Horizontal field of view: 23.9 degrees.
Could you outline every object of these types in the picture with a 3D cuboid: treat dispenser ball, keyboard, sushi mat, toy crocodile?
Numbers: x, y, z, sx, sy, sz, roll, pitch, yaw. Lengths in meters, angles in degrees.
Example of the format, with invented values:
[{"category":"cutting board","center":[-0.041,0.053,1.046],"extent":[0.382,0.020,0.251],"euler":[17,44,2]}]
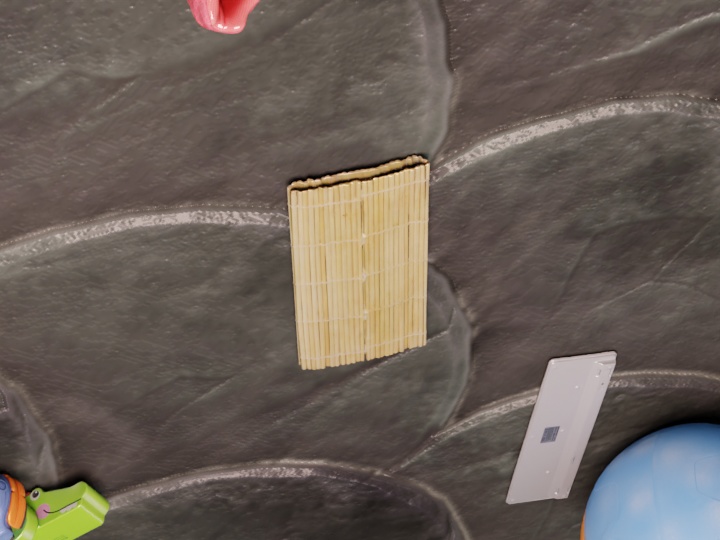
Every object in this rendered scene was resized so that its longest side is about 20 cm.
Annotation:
[{"category":"treat dispenser ball","center":[0.278,0.226,1.386],"extent":[0.199,0.202,0.202],"euler":[-9,141,-8]},{"category":"keyboard","center":[0.162,0.132,1.388],"extent":[0.056,0.011,0.201],"euler":[-2,139,-9]},{"category":"sushi mat","center":[0.000,0.000,1.166],"extent":[0.095,0.012,0.201],"euler":[-11,142,-8]},{"category":"toy crocodile","center":[-0.283,0.213,1.299],"extent":[0.199,0.062,0.068],"euler":[-31,141,11]}]

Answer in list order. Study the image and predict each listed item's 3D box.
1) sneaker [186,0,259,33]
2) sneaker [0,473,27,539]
[{"category":"sneaker","center":[-0.028,-0.198,0.857],"extent":[0.073,0.087,0.200],"euler":[16,132,-35]},{"category":"sneaker","center":[-0.344,0.195,1.250],"extent":[0.199,0.076,0.079],"euler":[-33,130,9]}]
